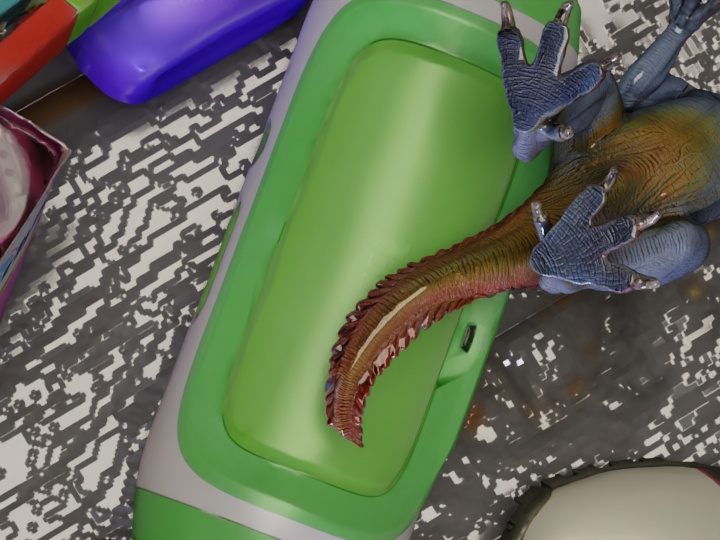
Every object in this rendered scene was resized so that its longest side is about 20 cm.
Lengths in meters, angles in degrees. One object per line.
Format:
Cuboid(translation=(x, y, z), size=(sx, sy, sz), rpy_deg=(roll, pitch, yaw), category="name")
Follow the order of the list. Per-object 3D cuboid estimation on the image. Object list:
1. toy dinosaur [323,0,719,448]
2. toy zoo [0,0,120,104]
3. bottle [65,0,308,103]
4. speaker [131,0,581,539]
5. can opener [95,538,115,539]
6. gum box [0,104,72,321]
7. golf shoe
Cuboid(translation=(0.086, -0.043, 0.817), size=(0.200, 0.181, 0.105), rpy_deg=(-29, 81, 20), category="toy dinosaur")
Cuboid(translation=(-0.159, -0.078, 0.746), size=(0.131, 0.020, 0.200), rpy_deg=(41, 57, 6), category="toy zoo")
Cuboid(translation=(-0.092, -0.153, 0.842), size=(0.083, 0.065, 0.200), rpy_deg=(-30, 88, -13), category="bottle")
Cuboid(translation=(0.000, 0.000, 0.828), size=(0.088, 0.088, 0.200), rpy_deg=(21, 83, -3), category="speaker")
Cuboid(translation=(-0.027, 0.160, 0.789), size=(0.200, 0.063, 0.079), rpy_deg=(44, 123, 6), category="can opener")
Cuboid(translation=(-0.195, -0.034, 0.790), size=(0.200, 0.114, 0.066), rpy_deg=(29, 57, -2), category="gum box")
Cuboid(translation=(0.139, 0.107, 0.831), size=(0.200, 0.088, 0.077), rpy_deg=(18, 85, -2), category="golf shoe")
